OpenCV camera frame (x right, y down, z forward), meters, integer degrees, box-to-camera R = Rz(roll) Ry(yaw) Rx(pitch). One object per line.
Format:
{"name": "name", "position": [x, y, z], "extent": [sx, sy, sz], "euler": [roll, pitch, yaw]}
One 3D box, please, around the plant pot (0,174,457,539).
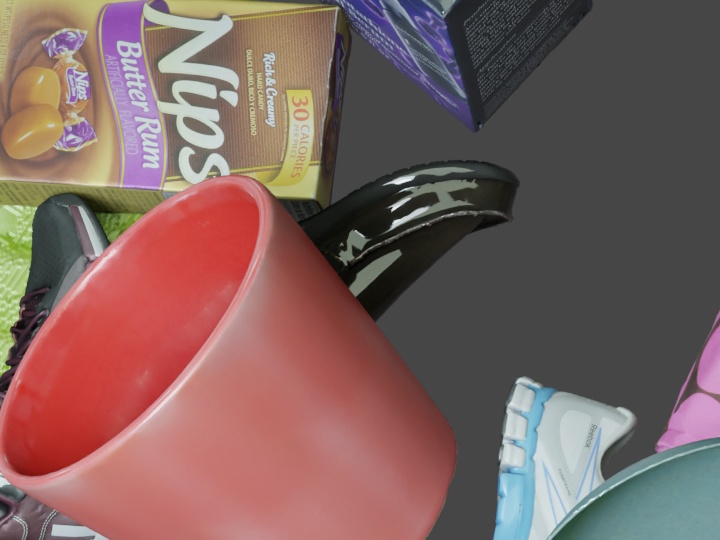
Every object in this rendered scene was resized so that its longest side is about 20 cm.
{"name": "plant pot", "position": [-0.059, 0.080, 1.524], "extent": [0.177, 0.200, 0.201], "euler": [41, 82, -25]}

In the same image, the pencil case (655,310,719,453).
{"name": "pencil case", "position": [0.238, 0.033, 1.565], "extent": [0.094, 0.091, 0.200], "euler": [32, 82, -15]}

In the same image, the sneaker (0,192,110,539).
{"name": "sneaker", "position": [-0.187, 0.055, 1.606], "extent": [0.115, 0.076, 0.201], "euler": [-4, 72, -21]}

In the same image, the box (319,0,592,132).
{"name": "box", "position": [0.036, -0.184, 1.592], "extent": [0.148, 0.200, 0.104], "euler": [41, 84, 17]}

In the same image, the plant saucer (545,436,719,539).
{"name": "plant saucer", "position": [0.166, 0.142, 1.498], "extent": [0.200, 0.201, 0.039], "euler": [-23, 48, 2]}

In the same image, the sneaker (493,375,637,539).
{"name": "sneaker", "position": [0.107, 0.157, 1.556], "extent": [0.086, 0.075, 0.201], "euler": [8, 76, 4]}

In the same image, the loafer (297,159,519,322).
{"name": "loafer", "position": [0.000, 0.000, 1.620], "extent": [0.199, 0.073, 0.072], "euler": [-22, 76, 12]}

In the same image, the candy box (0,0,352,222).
{"name": "candy box", "position": [-0.110, -0.093, 1.666], "extent": [0.199, 0.056, 0.117], "euler": [4, 74, 8]}
